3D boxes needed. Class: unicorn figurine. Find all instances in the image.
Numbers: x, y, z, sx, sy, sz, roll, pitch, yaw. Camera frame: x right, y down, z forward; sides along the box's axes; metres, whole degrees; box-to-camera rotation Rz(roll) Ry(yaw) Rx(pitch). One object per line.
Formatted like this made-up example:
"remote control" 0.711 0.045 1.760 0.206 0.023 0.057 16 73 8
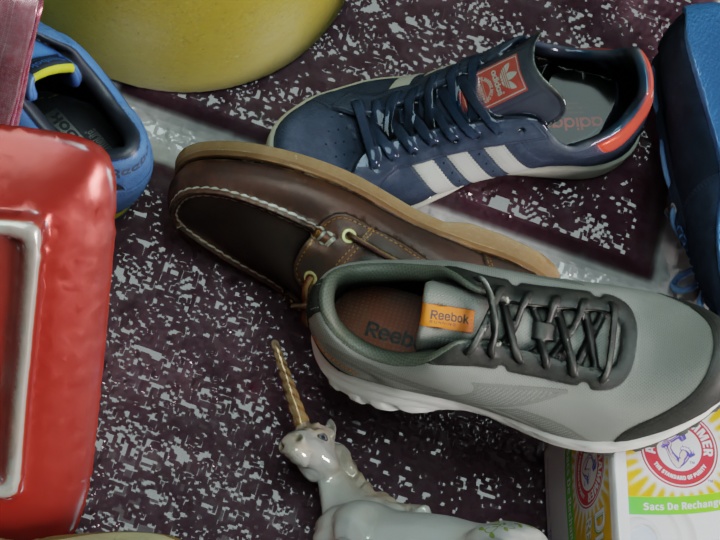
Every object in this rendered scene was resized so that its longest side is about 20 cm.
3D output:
"unicorn figurine" 0.016 0.123 1.238 0.199 0.074 0.137 23 23 11

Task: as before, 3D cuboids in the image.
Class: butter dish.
"butter dish" -0.217 0.010 1.225 0.199 0.148 0.200 3 111 -13

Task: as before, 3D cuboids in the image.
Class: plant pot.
"plant pot" -0.082 -0.208 1.342 0.199 0.142 0.201 5 66 -12

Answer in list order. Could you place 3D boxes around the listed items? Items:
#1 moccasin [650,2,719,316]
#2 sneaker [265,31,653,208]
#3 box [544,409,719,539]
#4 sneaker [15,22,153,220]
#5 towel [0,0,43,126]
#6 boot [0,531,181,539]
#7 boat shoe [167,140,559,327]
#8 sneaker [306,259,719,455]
"moccasin" 0.191 -0.034 1.386 0.080 0.068 0.201 3 68 -22
"sneaker" 0.052 -0.079 1.356 0.199 0.085 0.075 -12 72 -19
"box" 0.154 0.162 1.273 0.112 0.101 0.201 5 67 -13
"sneaker" -0.173 -0.108 1.314 0.200 0.078 0.066 44 66 7
"towel" -0.253 -0.086 1.249 0.199 0.144 0.023 9 41 -11
"boot" -0.160 0.173 1.147 0.199 0.156 0.073 -4 112 -2
"boat shoe" 0.000 0.000 1.317 0.199 0.070 0.071 19 61 -7
"sneaker" 0.069 0.034 1.227 0.199 0.079 0.074 5 73 13
